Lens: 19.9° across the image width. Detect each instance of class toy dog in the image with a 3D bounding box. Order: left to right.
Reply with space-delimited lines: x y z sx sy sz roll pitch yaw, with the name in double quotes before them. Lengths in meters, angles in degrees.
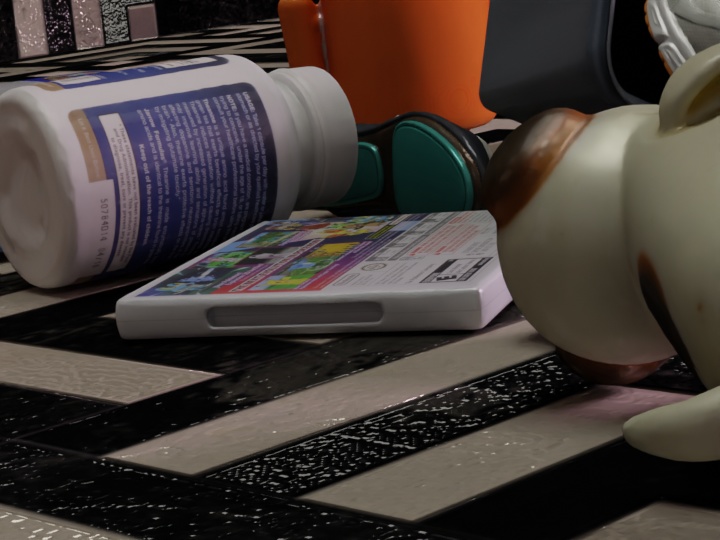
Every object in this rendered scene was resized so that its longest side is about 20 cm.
"toy dog" 0.134 -0.003 0.724 0.194 0.140 0.199 -50 30 -18

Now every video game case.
"video game case" 0.000 0.000 1.023 0.180 0.023 0.200 -2 12 19

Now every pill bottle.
"pill bottle" -0.104 -0.061 1.164 0.199 0.112 0.111 -13 12 -34

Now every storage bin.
"storage bin" 0.171 -0.113 1.215 0.199 0.147 0.134 18 -17 -36

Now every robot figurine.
"robot figurine" 0.033 -0.159 1.369 0.143 0.202 0.116 0 12 32

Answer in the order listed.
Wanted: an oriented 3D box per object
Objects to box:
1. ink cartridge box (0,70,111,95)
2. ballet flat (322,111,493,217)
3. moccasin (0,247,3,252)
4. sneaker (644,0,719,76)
"ink cartridge box" -0.305 -0.171 2.075 0.196 0.048 0.199 -11 13 -34
"ballet flat" 0.036 -0.061 1.211 0.072 0.074 0.199 -12 10 -30
"moccasin" -0.202 -0.053 1.295 0.080 0.069 0.199 4 14 42
"sneaker" 0.215 -0.106 1.062 0.075 0.092 0.201 30 31 -37
